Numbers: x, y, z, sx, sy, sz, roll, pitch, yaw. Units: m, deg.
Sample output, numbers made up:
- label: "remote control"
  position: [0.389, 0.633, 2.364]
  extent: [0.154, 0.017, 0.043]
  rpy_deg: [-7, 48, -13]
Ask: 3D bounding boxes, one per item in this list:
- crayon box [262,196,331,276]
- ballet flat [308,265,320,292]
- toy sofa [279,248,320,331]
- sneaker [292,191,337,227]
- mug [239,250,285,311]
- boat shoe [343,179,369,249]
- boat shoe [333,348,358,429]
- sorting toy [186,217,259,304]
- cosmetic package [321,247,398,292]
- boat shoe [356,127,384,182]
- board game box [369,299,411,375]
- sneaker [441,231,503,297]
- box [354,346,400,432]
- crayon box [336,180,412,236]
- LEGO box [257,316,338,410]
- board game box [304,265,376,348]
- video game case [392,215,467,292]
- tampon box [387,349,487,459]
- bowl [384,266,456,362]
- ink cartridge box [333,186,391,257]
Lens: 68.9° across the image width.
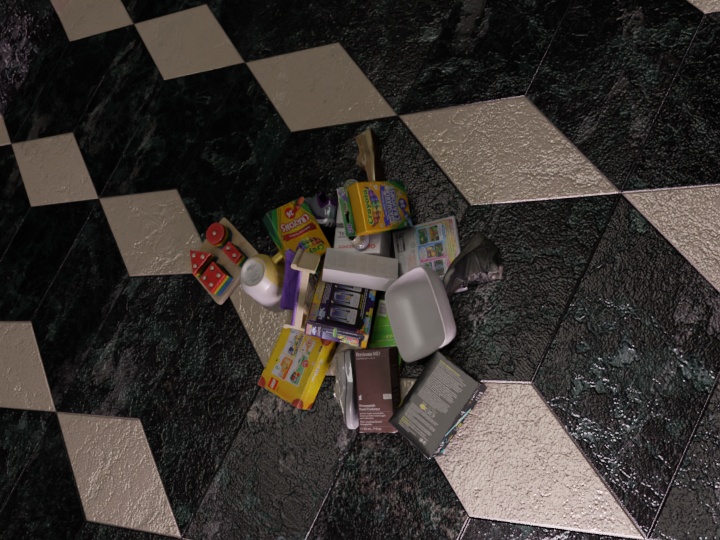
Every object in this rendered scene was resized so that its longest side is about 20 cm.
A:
- label: "crayon box"
  position: [-0.165, -0.085, 1.440]
  extent: [0.125, 0.051, 0.203]
  rpy_deg: [-29, 88, -30]
- label: "ballet flat"
  position: [-0.099, 0.054, 1.474]
  extent: [0.072, 0.072, 0.201]
  rpy_deg: [-42, 64, 5]
- label: "toy sofa"
  position: [-0.167, 0.051, 1.370]
  extent: [0.095, 0.083, 0.204]
  rpy_deg: [13, 122, 1]
- label: "sneaker"
  position: [-0.129, -0.192, 1.519]
  extent: [0.198, 0.073, 0.090]
  rpy_deg: [28, 108, 43]
- label: "mug"
  position: [-0.261, 0.008, 1.496]
  extent: [0.146, 0.153, 0.191]
  rpy_deg: [14, 80, 25]
- label: "boat shoe"
  position: [-0.014, -0.158, 1.400]
  extent: [0.070, 0.062, 0.205]
  rpy_deg: [-17, 69, 17]
- label: "boat shoe"
  position: [-0.040, 0.308, 1.366]
  extent: [0.064, 0.072, 0.206]
  rpy_deg: [-13, 70, 22]
- label: "sorting toy"
  position: [-0.443, -0.039, 1.631]
  extent: [0.198, 0.069, 0.201]
  rpy_deg: [41, 93, 27]
- label: "cosmetic package"
  position: [0.000, 0.000, 1.378]
  extent: [0.194, 0.052, 0.084]
  rpy_deg: [10, 42, -3]
- label: "boat shoe"
  position: [0.024, -0.316, 1.525]
  extent: [0.063, 0.071, 0.205]
  rpy_deg: [-17, 59, 21]
- label: "board game box"
  position: [0.074, 0.184, 1.379]
  extent: [0.093, 0.030, 0.206]
  rpy_deg: [8, 76, 23]
- label: "sneaker"
  position: [0.280, 0.009, 1.301]
  extent: [0.113, 0.077, 0.200]
  rpy_deg: [37, 73, 21]
- label: "box"
  position: [0.045, 0.296, 1.313]
  extent: [0.097, 0.075, 0.207]
  rpy_deg: [-7, 81, 22]
- label: "crayon box"
  position: [0.040, -0.163, 1.364]
  extent: [0.051, 0.196, 0.130]
  rpy_deg: [-16, 85, 53]
- label: "LEGO box"
  position: [-0.168, 0.251, 1.429]
  extent: [0.146, 0.077, 0.204]
  rpy_deg: [22, 84, 26]
- label: "board game box"
  position: [-0.045, 0.090, 1.357]
  extent: [0.160, 0.058, 0.203]
  rpy_deg: [12, 45, 1]
- label: "video game case"
  position: [0.182, -0.029, 1.399]
  extent: [0.177, 0.024, 0.206]
  rpy_deg: [-13, 70, 18]
- label: "tampon box"
  position: [0.184, 0.312, 1.228]
  extent: [0.125, 0.150, 0.202]
  rpy_deg: [35, 89, 25]
- label: "bowl"
  position: [0.152, 0.105, 1.283]
  extent: [0.199, 0.073, 0.205]
  rpy_deg: [-39, 63, 51]
- label: "ink cartridge box"
  position: [0.009, -0.127, 1.463]
  extent: [0.141, 0.083, 0.206]
  rpy_deg: [-2, 73, 21]
